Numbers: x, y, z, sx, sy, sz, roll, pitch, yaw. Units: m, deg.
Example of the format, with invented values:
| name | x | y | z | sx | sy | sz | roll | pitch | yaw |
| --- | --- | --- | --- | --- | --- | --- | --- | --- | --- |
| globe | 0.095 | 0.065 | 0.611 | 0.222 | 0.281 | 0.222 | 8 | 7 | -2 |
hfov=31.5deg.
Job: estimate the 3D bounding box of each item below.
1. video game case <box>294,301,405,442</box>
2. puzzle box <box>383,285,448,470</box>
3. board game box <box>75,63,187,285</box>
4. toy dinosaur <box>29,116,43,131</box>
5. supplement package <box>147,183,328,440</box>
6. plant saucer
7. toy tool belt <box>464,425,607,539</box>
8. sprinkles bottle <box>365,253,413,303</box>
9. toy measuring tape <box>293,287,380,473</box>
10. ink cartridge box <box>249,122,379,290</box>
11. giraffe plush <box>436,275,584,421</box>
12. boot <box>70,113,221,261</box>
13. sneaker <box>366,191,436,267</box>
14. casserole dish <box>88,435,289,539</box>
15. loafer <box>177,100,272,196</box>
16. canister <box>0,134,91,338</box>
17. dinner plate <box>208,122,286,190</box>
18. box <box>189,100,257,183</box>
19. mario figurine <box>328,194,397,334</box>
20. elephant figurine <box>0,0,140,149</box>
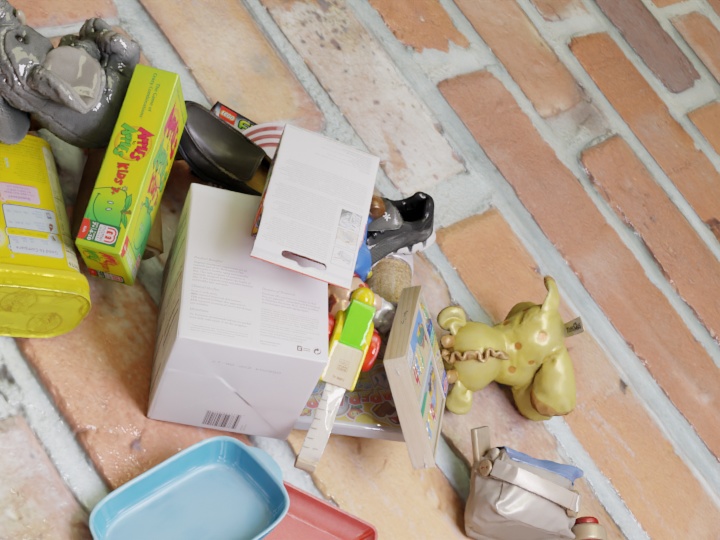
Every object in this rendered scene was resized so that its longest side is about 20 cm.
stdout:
| name | x | y | z | sx | sy | sz | roll | pitch | yaw |
| --- | --- | --- | --- | --- | --- | --- | --- | --- | --- |
| video game case | -0.043 | 0.099 | 1.422 | 0.200 | 0.023 | 0.182 | 9 | 49 | -11 |
| puzzle box | 0.064 | 0.114 | 1.407 | 0.200 | 0.025 | 0.133 | -71 | 147 | -67 |
| board game box | -0.231 | -0.096 | 1.301 | 0.048 | 0.102 | 0.200 | 14 | 71 | 2 |
| toy dinosaur | -0.368 | -0.170 | 1.370 | 0.200 | 0.061 | 0.106 | 0 | 32 | -19 |
| supplement package | -0.126 | 0.044 | 1.323 | 0.151 | 0.151 | 0.200 | 11 | 49 | -15 |
| plant saucer | -0.082 | 0.304 | 1.256 | 0.200 | 0.037 | 0.200 | 31 | 41 | -20 |
| toy tool belt | 0.209 | 0.256 | 1.493 | 0.200 | 0.125 | 0.123 | 20 | 54 | -30 |
| sprinkles bottle | 0.031 | 0.057 | 1.543 | 0.068 | 0.068 | 0.200 | 25 | 44 | -25 |
| toy measuring tape | -0.028 | 0.112 | 1.323 | 0.073 | 0.074 | 0.200 | 25 | 78 | -25 |
| ink cartridge box | -0.050 | -0.055 | 1.303 | 0.109 | 0.050 | 0.200 | 19 | 46 | -8 |
| giraffe plush | 0.169 | 0.108 | 1.575 | 0.162 | 0.200 | 0.173 | -9 | 64 | -13 |
| boot | -0.231 | -0.094 | 1.426 | 0.175 | 0.066 | 0.200 | 3 | 51 | -12 |
| sneaker | 0.011 | -0.043 | 1.518 | 0.200 | 0.091 | 0.066 | -24 | 57 | -28 |
| casserole dish | -0.160 | 0.235 | 1.196 | 0.200 | 0.039 | 0.121 | -28 | 58 | -34 |
| loafer | -0.131 | -0.122 | 1.432 | 0.200 | 0.072 | 0.073 | 42 | 56 | -31 |
| canister | -0.357 | -0.041 | 1.263 | 0.148 | 0.087 | 0.200 | 8 | 51 | -39 |
| dinner plate | -0.100 | -0.076 | 1.519 | 0.200 | 0.024 | 0.201 | 2 | 87 | -36 |
| box | -0.110 | -0.119 | 1.591 | 0.200 | 0.035 | 0.110 | 29 | 42 | -20 |
| mario figurine | 0.000 | 0.000 | 1.414 | 0.123 | 0.106 | 0.200 | 12 | 67 | -18 |
| elephant figurine | -0.322 | -0.191 | 1.268 | 0.155 | 0.142 | 0.200 | 36 | 20 | 20 |
